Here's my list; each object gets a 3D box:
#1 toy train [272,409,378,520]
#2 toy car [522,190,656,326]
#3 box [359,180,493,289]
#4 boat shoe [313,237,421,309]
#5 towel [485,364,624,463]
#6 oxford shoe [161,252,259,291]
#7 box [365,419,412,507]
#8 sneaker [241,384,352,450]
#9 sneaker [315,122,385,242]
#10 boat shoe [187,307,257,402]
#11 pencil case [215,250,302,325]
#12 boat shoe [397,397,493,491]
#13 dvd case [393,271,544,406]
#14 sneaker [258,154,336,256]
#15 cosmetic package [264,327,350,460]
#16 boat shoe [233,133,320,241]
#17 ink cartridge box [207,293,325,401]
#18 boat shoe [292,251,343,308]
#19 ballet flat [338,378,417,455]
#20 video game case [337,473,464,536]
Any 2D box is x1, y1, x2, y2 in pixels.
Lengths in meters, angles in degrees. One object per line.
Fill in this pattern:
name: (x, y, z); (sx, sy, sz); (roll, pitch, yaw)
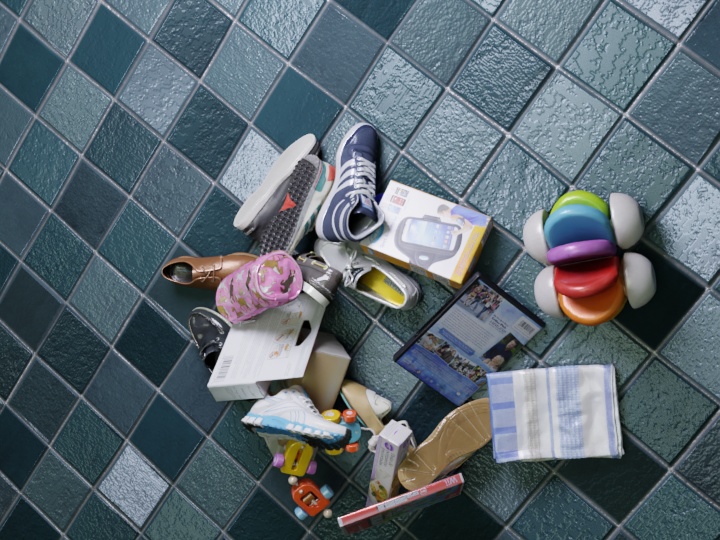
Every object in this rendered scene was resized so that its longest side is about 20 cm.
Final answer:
toy train: (-0.056, 0.303, 1.707); (0.200, 0.056, 0.150); (-44, 115, 9)
toy car: (0.325, -0.016, 1.533); (0.175, 0.150, 0.200); (-11, 92, 23)
box: (0.093, -0.060, 1.657); (0.200, 0.041, 0.119); (22, 77, 16)
boat shoe: (-0.002, 0.005, 1.703); (0.202, 0.086, 0.075); (35, 107, 17)
towel: (0.297, 0.221, 1.617); (0.200, 0.024, 0.147); (-4, 93, 9)
oxford shoe: (-0.249, 0.007, 1.815); (0.200, 0.071, 0.072); (-2, 94, 21)
box: (0.044, 0.319, 1.683); (0.039, 0.041, 0.200); (29, 136, 20)
sneaker: (-0.093, 0.220, 1.636); (0.200, 0.075, 0.087); (7, 62, 35)
sneaker: (0.002, -0.135, 1.656); (0.108, 0.070, 0.200); (12, 82, 59)
boat shoe: (-0.241, 0.148, 1.829); (0.074, 0.066, 0.200); (-38, 81, 22)
pencil case: (-0.163, 0.029, 1.675); (0.087, 0.083, 0.200); (53, 151, -6)
boat shoe: (0.142, 0.274, 1.675); (0.200, 0.069, 0.074); (-35, 78, -6)
dvd case: (0.167, 0.110, 1.646); (0.143, 0.018, 0.200); (36, 112, -18)
sneaker: (-0.087, -0.083, 1.718); (0.070, 0.093, 0.200); (28, 96, 45)
cosmetic package: (-0.092, 0.206, 1.746); (0.071, 0.105, 0.200); (14, 104, -23)
boat shoe: (-0.127, -0.135, 1.753); (0.060, 0.074, 0.200); (37, 93, -27)
ink cartridge box: (-0.140, 0.120, 1.723); (0.173, 0.200, 0.044); (-7, 131, 23)
boat shoe: (-0.077, 0.005, 1.701); (0.072, 0.201, 0.061); (41, 88, -23)
ballet flat: (0.040, 0.249, 1.731); (0.063, 0.069, 0.200); (-34, 92, 13)
video game case: (0.064, 0.367, 1.649); (0.200, 0.143, 0.017); (-19, 71, -4)
